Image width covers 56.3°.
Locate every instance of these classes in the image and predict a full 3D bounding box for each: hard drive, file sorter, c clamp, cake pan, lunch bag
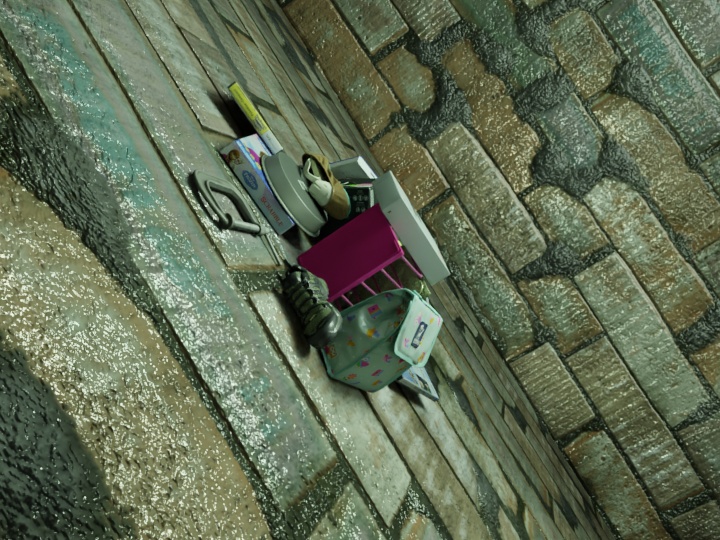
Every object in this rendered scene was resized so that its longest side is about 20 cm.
[{"bbox_3d":[-0.049,-0.222,1.713,0.132,0.198,0.026,47,49,-39],"label":"hard drive"},{"bbox_3d":[0.003,-0.002,1.335,0.125,0.199,0.140,44,18,-47],"label":"file sorter"},{"bbox_3d":[-0.210,-0.097,1.156,0.172,0.027,0.200,61,13,16],"label":"c clamp"},{"bbox_3d":[-0.132,-0.164,1.402,0.201,0.037,0.201,54,13,-18],"label":"cake pan"},{"bbox_3d":[0.044,0.118,1.198,0.170,0.199,0.123,37,22,-58],"label":"lunch bag"}]

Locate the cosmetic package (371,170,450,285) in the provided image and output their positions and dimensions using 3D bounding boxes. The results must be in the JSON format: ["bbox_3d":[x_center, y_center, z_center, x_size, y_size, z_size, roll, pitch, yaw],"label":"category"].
[{"bbox_3d":[0.101,-0.087,1.360,0.201,0.051,0.151,54,13,-27],"label":"cosmetic package"}]

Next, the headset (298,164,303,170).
[{"bbox_3d":[-0.136,-0.188,1.614,0.124,0.093,0.200,59,27,-8],"label":"headset"}]

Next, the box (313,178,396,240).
[{"bbox_3d":[-0.010,-0.145,1.570,0.200,0.147,0.126,-31,122,-66],"label":"box"}]

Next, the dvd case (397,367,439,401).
[{"bbox_3d":[0.105,0.209,1.509,0.200,0.017,0.143,38,22,-52],"label":"dvd case"}]

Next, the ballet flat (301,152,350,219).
[{"bbox_3d":[-0.083,-0.186,1.431,0.072,0.068,0.201,18,37,-40],"label":"ballet flat"}]

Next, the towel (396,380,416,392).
[{"bbox_3d":[0.069,0.192,1.513,0.200,0.024,0.148,38,22,-55],"label":"towel"}]

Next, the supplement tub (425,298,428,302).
[{"bbox_3d":[0.082,0.065,1.648,0.200,0.122,0.123,35,25,-60],"label":"supplement tub"}]

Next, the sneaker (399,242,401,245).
[{"bbox_3d":[0.061,-0.032,1.706,0.078,0.090,0.200,54,41,-5],"label":"sneaker"}]

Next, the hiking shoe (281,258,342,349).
[{"bbox_3d":[-0.096,0.056,1.144,0.101,0.076,0.200,39,11,-29],"label":"hiking shoe"}]

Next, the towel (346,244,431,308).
[{"bbox_3d":[0.053,0.054,1.400,0.036,0.200,0.149,21,33,-41],"label":"towel"}]

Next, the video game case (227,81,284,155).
[{"bbox_3d":[-0.237,-0.337,1.548,0.181,0.025,0.200,55,-2,-9],"label":"video game case"}]

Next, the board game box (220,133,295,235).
[{"bbox_3d":[-0.193,-0.185,1.402,0.201,0.041,0.200,55,12,-11],"label":"board game box"}]

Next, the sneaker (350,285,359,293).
[{"bbox_3d":[0.000,0.000,1.481,0.200,0.088,0.081,36,37,-29],"label":"sneaker"}]
